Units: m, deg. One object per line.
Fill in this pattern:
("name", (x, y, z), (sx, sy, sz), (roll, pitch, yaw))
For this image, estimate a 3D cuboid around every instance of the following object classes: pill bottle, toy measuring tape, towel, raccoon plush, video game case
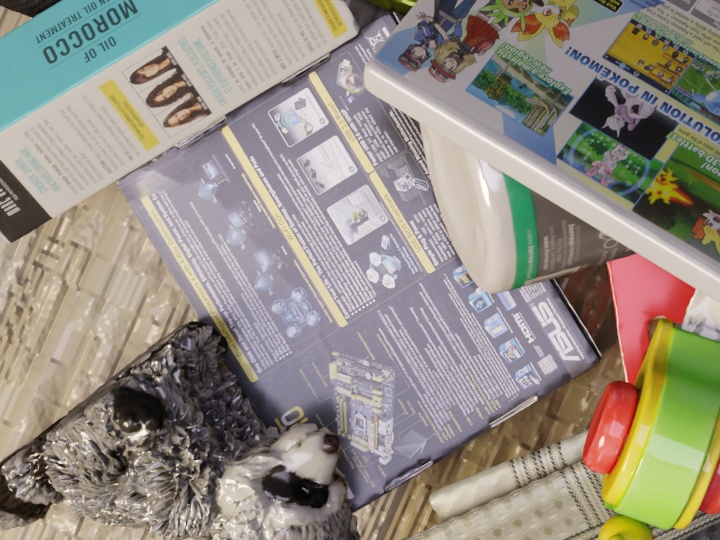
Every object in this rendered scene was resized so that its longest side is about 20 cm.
("pill bottle", (0.135, -0.068, 1.043), (0.199, 0.113, 0.114), (-16, 90, -9))
("toy measuring tape", (0.146, 0.042, 0.983), (0.073, 0.074, 0.201), (20, 103, 2))
("towel", (0.133, 0.158, 1.084), (0.199, 0.035, 0.193), (-25, 115, 8))
("raccoon plush", (-0.088, 0.112, 1.091), (0.134, 0.097, 0.200), (52, 136, -5))
("video game case", (0.133, -0.097, 0.982), (0.200, 0.022, 0.182), (32, 67, 15))

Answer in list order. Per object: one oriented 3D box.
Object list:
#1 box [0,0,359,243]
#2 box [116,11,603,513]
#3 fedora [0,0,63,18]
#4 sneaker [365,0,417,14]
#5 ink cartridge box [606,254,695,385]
("box", (-0.105, -0.097, 1.069), (0.200, 0.082, 0.049), (-31, 60, 1))
("box", (0.000, 0.000, 1.112), (0.161, 0.049, 0.200), (-32, 90, 0))
("fedora", (-0.138, -0.191, 1.081), (0.091, 0.201, 0.201), (33, 92, -32))
("sneaker", (0.056, -0.168, 1.107), (0.199, 0.074, 0.084), (14, 63, 6))
("ink cartridge box", (0.222, 0.028, 1.095), (0.199, 0.067, 0.117), (-9, 92, 2))
